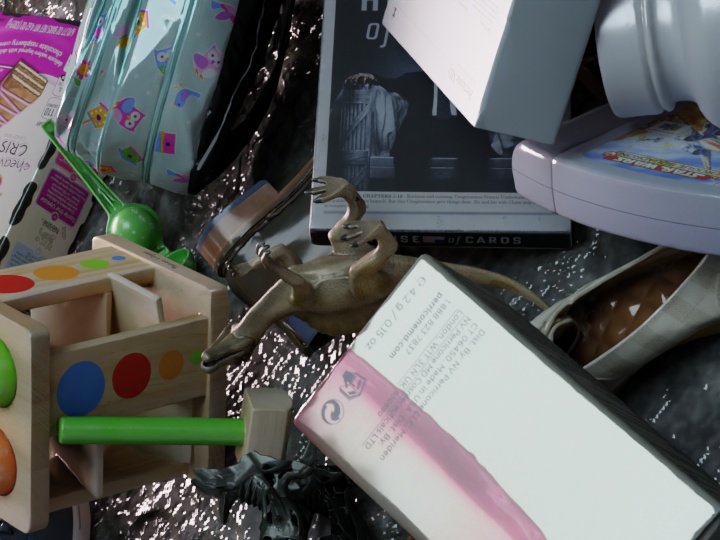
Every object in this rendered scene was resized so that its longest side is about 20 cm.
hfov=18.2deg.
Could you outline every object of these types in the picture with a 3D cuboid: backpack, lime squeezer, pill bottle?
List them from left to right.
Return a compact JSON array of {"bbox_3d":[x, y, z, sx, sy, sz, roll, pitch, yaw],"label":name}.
[{"bbox_3d":[-0.144,-0.020,1.433,0.038,0.071,0.200,-48,52,7],"label":"lime squeezer"},{"bbox_3d":[-0.114,-0.150,1.420,0.126,0.167,0.201,17,85,5],"label":"backpack"},{"bbox_3d":[0.222,-0.130,1.127,0.199,0.111,0.112,-6,60,17],"label":"pill bottle"}]

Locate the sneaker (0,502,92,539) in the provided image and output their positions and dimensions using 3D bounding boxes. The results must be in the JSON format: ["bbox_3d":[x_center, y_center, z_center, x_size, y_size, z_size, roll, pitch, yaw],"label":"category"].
[{"bbox_3d":[-0.235,0.165,1.356,0.077,0.146,0.203,-29,48,26],"label":"sneaker"}]

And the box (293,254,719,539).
[{"bbox_3d":[0.087,0.103,1.090,0.200,0.128,0.109,42,95,28],"label":"box"}]

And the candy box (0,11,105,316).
[{"bbox_3d":[-0.241,-0.077,1.563,0.136,0.061,0.201,11,74,43],"label":"candy box"}]

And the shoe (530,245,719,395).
[{"bbox_3d":[0.128,0.029,1.190,0.199,0.053,0.070,-31,49,23],"label":"shoe"}]

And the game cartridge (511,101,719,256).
[{"bbox_3d":[0.181,-0.051,1.150,0.199,0.133,0.042,16,117,44],"label":"game cartridge"}]

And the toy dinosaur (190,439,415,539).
[{"bbox_3d":[-0.024,0.171,1.231,0.199,0.102,0.137,-18,68,9],"label":"toy dinosaur"}]

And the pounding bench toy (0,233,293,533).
[{"bbox_3d":[-0.154,0.075,1.300,0.199,0.155,0.125,23,117,45],"label":"pounding bench toy"}]

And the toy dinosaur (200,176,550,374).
[{"bbox_3d":[0.000,0.000,1.246,0.199,0.101,0.058,-13,46,5],"label":"toy dinosaur"}]

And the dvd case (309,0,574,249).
[{"bbox_3d":[0.050,-0.106,1.304,0.149,0.025,0.201,0,63,4],"label":"dvd case"}]

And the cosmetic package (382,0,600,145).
[{"bbox_3d":[0.075,-0.170,1.187,0.200,0.051,0.152,-121,47,-65],"label":"cosmetic package"}]

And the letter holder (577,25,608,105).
[{"bbox_3d":[0.168,-0.218,1.271,0.141,0.100,0.201,-22,53,27],"label":"letter holder"}]

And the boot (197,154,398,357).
[{"bbox_3d":[0.008,-0.038,1.342,0.200,0.075,0.097,-39,72,1],"label":"boot"}]
